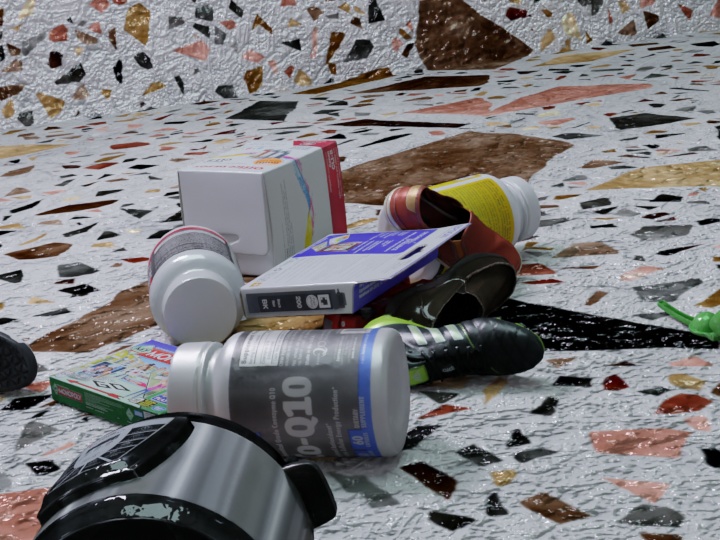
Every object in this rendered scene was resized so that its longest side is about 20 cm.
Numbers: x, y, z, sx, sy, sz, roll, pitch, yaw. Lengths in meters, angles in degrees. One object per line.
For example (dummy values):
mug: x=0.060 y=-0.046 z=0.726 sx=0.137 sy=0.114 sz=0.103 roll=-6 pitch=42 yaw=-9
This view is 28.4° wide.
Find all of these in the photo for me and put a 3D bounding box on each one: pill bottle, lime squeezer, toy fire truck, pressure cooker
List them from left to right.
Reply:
pressure cooker: x=-0.119 y=0.187 z=0.895 sx=0.175 sy=0.179 sz=0.200 roll=20 pitch=16 yaw=-1
pill bottle: x=-0.188 y=0.022 z=1.632 sx=0.110 sy=0.111 sz=0.200 roll=-8 pitch=15 yaw=-8
pill bottle: x=-0.063 y=0.109 z=1.261 sx=0.199 sy=0.114 sz=0.114 roll=-2 pitch=16 yaw=13
toy fire truck: x=0.016 y=0.038 z=1.614 sx=0.141 sy=0.049 sz=0.200 roll=8 pitch=22 yaw=44
pill bottle: x=0.129 y=-0.058 z=1.803 sx=0.199 sy=0.113 sz=0.112 roll=-17 pitch=19 yaw=-34
lime squeezer: x=0.356 y=0.041 z=1.460 sx=0.038 sy=0.071 sz=0.200 roll=-28 pitch=-8 yaw=-19

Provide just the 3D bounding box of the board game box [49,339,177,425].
board game box: x=-0.206 y=0.118 z=1.445 sx=0.134 sy=0.029 sz=0.199 roll=-20 pitch=21 yaw=-40

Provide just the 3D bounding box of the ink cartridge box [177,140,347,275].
ink cartridge box: x=-0.133 y=-0.089 z=1.950 sx=0.145 sy=0.145 sz=0.200 roll=3 pitch=18 yaw=28

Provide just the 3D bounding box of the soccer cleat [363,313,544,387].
soccer cleat: x=0.084 y=0.086 z=1.410 sx=0.199 sy=0.068 sz=0.081 roll=2 pitch=34 yaw=29

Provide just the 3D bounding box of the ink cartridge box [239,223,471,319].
ink cartridge box: x=0.000 y=0.000 z=1.582 sx=0.199 sy=0.044 sz=0.198 roll=-5 pitch=16 yaw=33

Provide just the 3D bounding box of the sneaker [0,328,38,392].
sneaker: x=-0.427 y=0.085 z=1.558 sx=0.199 sy=0.072 sz=0.083 roll=7 pitch=10 yaw=23

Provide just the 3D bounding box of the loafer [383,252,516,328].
loafer: x=0.112 y=0.041 z=1.554 sx=0.071 sy=0.073 sz=0.200 roll=21 pitch=34 yaw=39

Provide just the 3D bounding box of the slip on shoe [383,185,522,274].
slip on shoe: x=0.119 y=-0.042 z=1.688 sx=0.200 sy=0.074 sz=0.061 roll=31 pitch=-26 yaw=-27
